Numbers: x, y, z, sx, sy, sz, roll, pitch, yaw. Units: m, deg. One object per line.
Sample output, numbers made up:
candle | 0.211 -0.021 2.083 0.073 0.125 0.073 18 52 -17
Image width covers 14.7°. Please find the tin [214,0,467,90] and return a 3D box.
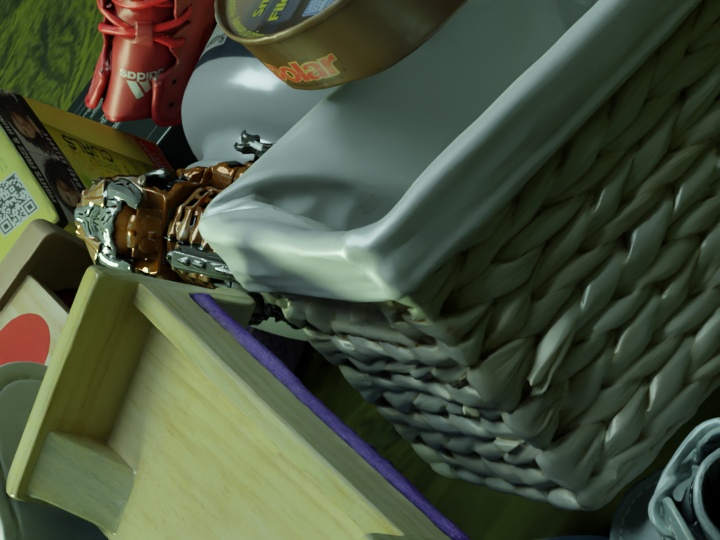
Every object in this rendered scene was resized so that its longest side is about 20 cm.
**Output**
tin | 0.022 -0.146 0.947 0.112 0.042 0.201 0 54 49

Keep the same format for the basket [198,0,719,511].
basket | 0.072 -0.032 0.901 0.200 0.124 0.135 -44 20 -16

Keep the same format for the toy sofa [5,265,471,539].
toy sofa | -0.017 0.078 0.837 0.200 0.097 0.083 39 112 52

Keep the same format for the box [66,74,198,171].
box | -0.045 -0.109 1.327 0.200 0.079 0.141 -52 22 7

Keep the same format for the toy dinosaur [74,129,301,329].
toy dinosaur | 0.000 0.000 1.018 0.103 0.199 0.136 -61 -12 17

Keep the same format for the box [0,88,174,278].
box | -0.120 -0.024 1.158 0.050 0.075 0.200 -37 -15 10

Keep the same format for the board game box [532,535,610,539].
board game box | 0.028 0.163 0.877 0.157 0.039 0.200 -29 22 9

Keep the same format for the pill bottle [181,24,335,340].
pill bottle | -0.006 -0.078 1.163 0.119 0.119 0.201 -13 48 57

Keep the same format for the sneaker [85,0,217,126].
sneaker | -0.083 -0.116 1.170 0.200 0.078 0.116 5 -80 -74

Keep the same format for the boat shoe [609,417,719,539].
boat shoe | 0.123 0.069 0.790 0.200 0.071 0.070 -3 56 61

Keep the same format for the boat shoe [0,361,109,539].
boat shoe | -0.106 0.132 0.910 0.060 0.074 0.201 -30 70 42

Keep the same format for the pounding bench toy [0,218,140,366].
pounding bench toy | -0.111 0.110 1.048 0.200 0.124 0.156 -54 46 4

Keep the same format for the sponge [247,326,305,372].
sponge | -0.080 0.095 1.189 0.111 0.030 0.201 -29 36 47
